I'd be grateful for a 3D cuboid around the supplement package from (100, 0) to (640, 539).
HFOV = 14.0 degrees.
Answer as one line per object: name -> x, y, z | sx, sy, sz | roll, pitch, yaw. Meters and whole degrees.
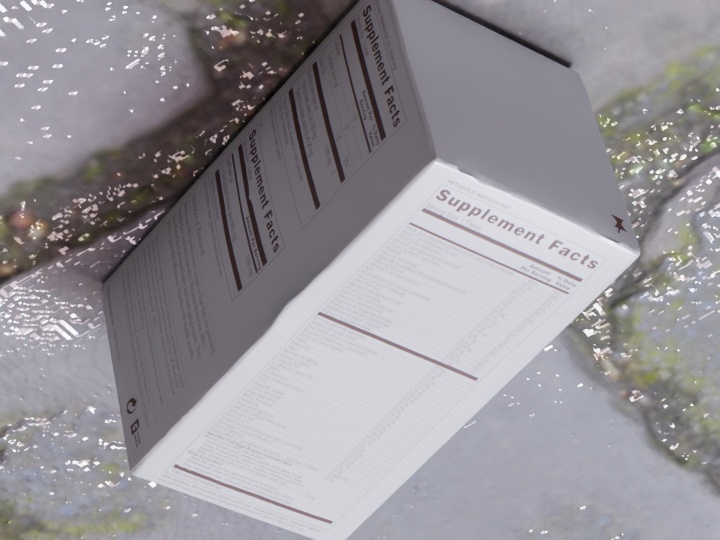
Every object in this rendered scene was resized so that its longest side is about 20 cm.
supplement package -> 0.000, 0.000, 1.198 | 0.114, 0.110, 0.200 | 23, 125, -33
